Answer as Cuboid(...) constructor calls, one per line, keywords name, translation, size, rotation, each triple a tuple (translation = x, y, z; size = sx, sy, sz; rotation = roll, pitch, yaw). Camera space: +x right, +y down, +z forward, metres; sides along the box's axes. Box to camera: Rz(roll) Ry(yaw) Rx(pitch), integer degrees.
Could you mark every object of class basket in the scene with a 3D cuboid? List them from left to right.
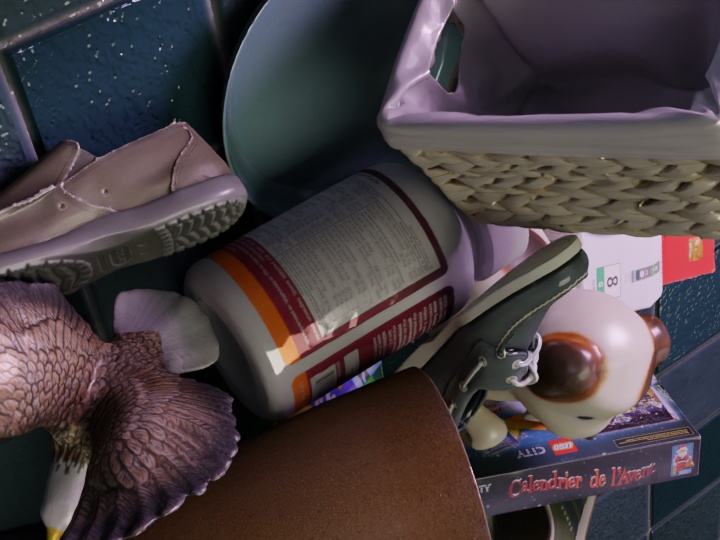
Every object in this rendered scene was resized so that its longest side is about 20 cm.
Cuboid(name="basket", translation=(0.133, -0.098, 0.739), size=(0.123, 0.199, 0.136), rotation=(47, 56, -47))

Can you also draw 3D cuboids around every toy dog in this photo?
Cuboid(name="toy dog", translation=(0.121, 0.034, 0.947), size=(0.139, 0.200, 0.194), rotation=(-1, 121, -43))

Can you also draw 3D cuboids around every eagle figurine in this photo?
Cuboid(name="eagle figurine", translation=(-0.143, 0.075, 0.709), size=(0.151, 0.151, 0.200), rotation=(-15, 168, -7))

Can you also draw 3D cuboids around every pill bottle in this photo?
Cuboid(name="pill bottle", translation=(0.000, 0.000, 0.840), size=(0.200, 0.110, 0.110), rotation=(-30, 136, -21))

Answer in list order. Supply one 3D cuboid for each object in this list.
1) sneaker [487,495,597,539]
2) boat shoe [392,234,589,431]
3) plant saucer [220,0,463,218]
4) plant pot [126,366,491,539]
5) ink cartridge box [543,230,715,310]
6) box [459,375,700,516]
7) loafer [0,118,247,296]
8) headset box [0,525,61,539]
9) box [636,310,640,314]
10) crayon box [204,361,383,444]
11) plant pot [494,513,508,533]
Cuboid(name="sneaker", translation=(0.136, 0.168, 1.043), size=(0.090, 0.067, 0.201), rotation=(46, 46, -45))
Cuboid(name="boat shoe", translation=(0.088, 0.043, 0.828), size=(0.073, 0.062, 0.200), rotation=(-35, 173, -37))
Cuboid(name="plant saucer", translation=(-0.007, -0.121, 0.845), size=(0.200, 0.027, 0.201), rotation=(-25, 135, -28))
Cuboid(name="plant pot", translation=(-0.040, 0.171, 0.795), size=(0.199, 0.187, 0.187), rotation=(-13, 131, -9))
Cuboid(name="ink cartridge box", translation=(0.225, -0.056, 1.049), size=(0.199, 0.050, 0.162), rotation=(-11, 103, -34))
Cuboid(name="box", translation=(0.136, 0.119, 1.023), size=(0.199, 0.137, 0.038), rotation=(-9, 120, -10))
Cuboid(name="loafer", translation=(-0.165, -0.029, 0.750), size=(0.199, 0.070, 0.075), rotation=(-19, 163, -18))
Cuboid(name="headset box", translation=(-0.178, 0.260, 0.931), size=(0.174, 0.093, 0.201), rotation=(-6, 123, -40))
Cuboid(name="box", translation=(0.167, 0.052, 1.126), size=(0.137, 0.040, 0.201), rotation=(3, 118, -43))
Cuboid(name="crayon box", translation=(-0.032, 0.161, 0.929), size=(0.125, 0.051, 0.201), rotation=(-3, 83, -44))
Cuboid(name="plant pot", translation=(0.057, 0.230, 1.095), size=(0.200, 0.093, 0.201), rotation=(-22, 143, -18))
